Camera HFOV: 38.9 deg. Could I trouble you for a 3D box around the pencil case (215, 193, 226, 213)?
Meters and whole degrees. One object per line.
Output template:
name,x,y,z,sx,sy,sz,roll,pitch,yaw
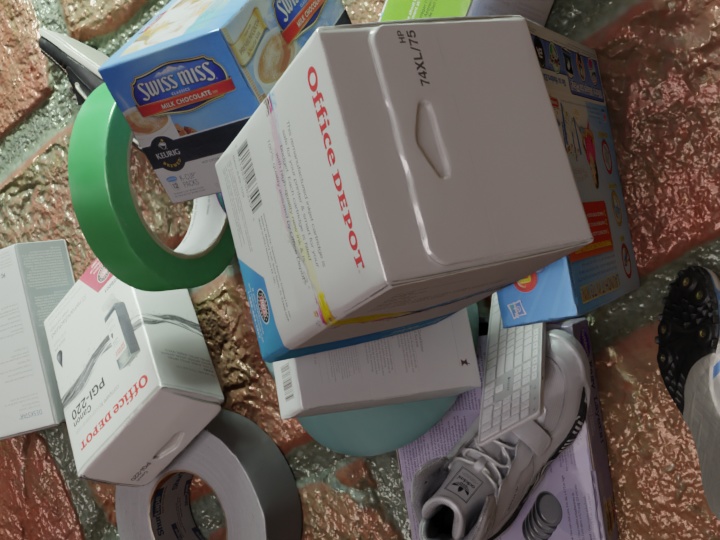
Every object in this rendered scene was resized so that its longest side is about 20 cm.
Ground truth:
pencil case,-0.038,-0.094,0.928,0.197,0.085,0.094,-9,106,30

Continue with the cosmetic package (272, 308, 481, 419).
cosmetic package,0.000,0.000,0.765,0.052,0.148,0.204,146,117,-62

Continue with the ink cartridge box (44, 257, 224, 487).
ink cartridge box,-0.230,0.090,1.018,0.146,0.084,0.202,-45,51,22

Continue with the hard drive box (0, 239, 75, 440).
hard drive box,-0.390,0.083,1.159,0.154,0.076,0.204,-15,87,31

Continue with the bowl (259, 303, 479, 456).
bowl,-0.009,0.044,0.867,0.198,0.105,0.204,-15,58,26

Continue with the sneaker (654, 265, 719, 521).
sneaker,0.281,0.095,0.778,0.072,0.071,0.204,-33,64,57

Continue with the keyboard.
keyboard,0.121,0.058,0.799,0.056,0.201,0.011,-29,113,26

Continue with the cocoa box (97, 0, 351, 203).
cocoa box,-0.100,-0.176,0.870,0.131,0.201,0.132,-9,123,29

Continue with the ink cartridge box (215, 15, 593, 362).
ink cartridge box,0.016,-0.045,0.644,0.200,0.144,0.149,-33,70,61

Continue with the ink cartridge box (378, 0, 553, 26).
ink cartridge box,0.103,-0.250,0.793,0.075,0.147,0.203,27,107,26

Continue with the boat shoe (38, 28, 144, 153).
boat shoe,-0.268,-0.187,1.066,0.198,0.074,0.061,33,106,15

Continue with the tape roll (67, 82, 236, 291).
tape roll,-0.182,-0.083,0.947,0.047,0.200,0.204,-6,92,29

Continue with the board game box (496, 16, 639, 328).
board game box,0.143,-0.071,0.756,0.055,0.199,0.200,-11,89,27

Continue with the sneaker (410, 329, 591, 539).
sneaker,0.107,0.142,0.791,0.075,0.114,0.202,34,110,23

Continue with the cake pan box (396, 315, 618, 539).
cake pan box,0.117,0.143,0.880,0.182,0.052,0.204,-10,90,29

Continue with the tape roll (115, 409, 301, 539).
tape roll,-0.158,0.249,1.045,0.197,0.066,0.204,4,98,30
